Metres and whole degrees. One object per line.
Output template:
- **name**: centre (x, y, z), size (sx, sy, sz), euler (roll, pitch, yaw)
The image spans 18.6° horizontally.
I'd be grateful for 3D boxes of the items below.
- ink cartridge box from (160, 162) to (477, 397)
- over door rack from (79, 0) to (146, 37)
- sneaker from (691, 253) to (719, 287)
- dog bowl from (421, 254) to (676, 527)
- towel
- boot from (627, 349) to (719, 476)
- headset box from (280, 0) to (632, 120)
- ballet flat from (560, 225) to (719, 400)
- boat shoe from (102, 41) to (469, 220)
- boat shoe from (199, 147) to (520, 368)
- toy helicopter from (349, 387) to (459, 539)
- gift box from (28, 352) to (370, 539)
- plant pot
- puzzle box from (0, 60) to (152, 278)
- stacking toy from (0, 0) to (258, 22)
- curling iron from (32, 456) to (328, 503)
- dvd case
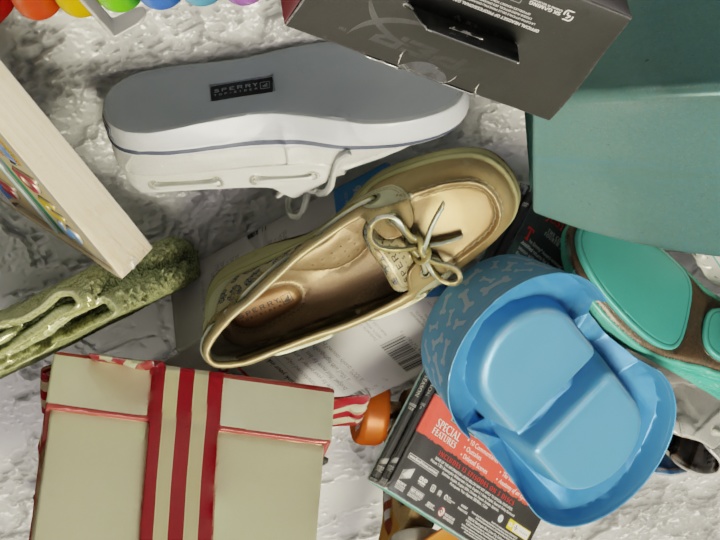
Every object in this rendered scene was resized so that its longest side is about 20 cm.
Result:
- **ink cartridge box**: centre (-0.036, 0.030, 1.337), size (0.199, 0.068, 0.116), euler (-27, 135, 18)
- **over door rack**: centre (-0.069, -0.221, 1.001), size (0.200, 0.148, 0.067), euler (-35, 133, 25)
- **sneaker**: centre (0.221, -0.027, 1.319), size (0.200, 0.071, 0.080), euler (24, 134, -32)
- **dog bowl**: centre (0.106, 0.066, 1.274), size (0.111, 0.050, 0.200), euler (-45, 132, -4)
- **towel**: centre (-0.175, 0.027, 1.248), size (0.148, 0.200, 0.037), euler (-25, 91, 16)
- **boot**: centre (0.226, 0.097, 1.433), size (0.199, 0.096, 0.074), euler (8, 135, -17)
- **headset box**: centre (0.036, -0.168, 1.038), size (0.148, 0.201, 0.075), euler (18, 132, -25)
- **ballet flat**: centre (0.186, 0.035, 1.333), size (0.200, 0.068, 0.070), euler (28, 151, -21)
- **boat shoe**: centre (-0.038, -0.069, 1.225), size (0.201, 0.075, 0.086), euler (-7, 137, 2)
- **boat shoe**: centre (0.000, 0.000, 1.222), size (0.200, 0.063, 0.073), euler (-30, 110, 19)
- **toy helicopter**: centre (0.030, 0.171, 1.430), size (0.079, 0.132, 0.201), euler (4, 122, -14)
- **gift box**: centre (-0.100, 0.143, 1.254), size (0.184, 0.187, 0.200), euler (9, 154, -12)
- **plant pot**: centre (0.189, -0.097, 1.191), size (0.199, 0.142, 0.142), euler (-2, 138, 1)
- **puzzle box**: centre (-0.199, -0.085, 1.137), size (0.025, 0.133, 0.200), euler (-47, 131, -13)
- **stacking toy**: centre (-0.131, -0.159, 1.112), size (0.199, 0.086, 0.086), euler (-12, 138, 9)
- **curling iron**: centre (-0.121, 0.134, 1.461), size (0.199, 0.026, 0.050), euler (-9, 175, 5)
- **dvd case**: centre (0.095, 0.067, 1.328), size (0.146, 0.022, 0.201), euler (36, 79, -44)
